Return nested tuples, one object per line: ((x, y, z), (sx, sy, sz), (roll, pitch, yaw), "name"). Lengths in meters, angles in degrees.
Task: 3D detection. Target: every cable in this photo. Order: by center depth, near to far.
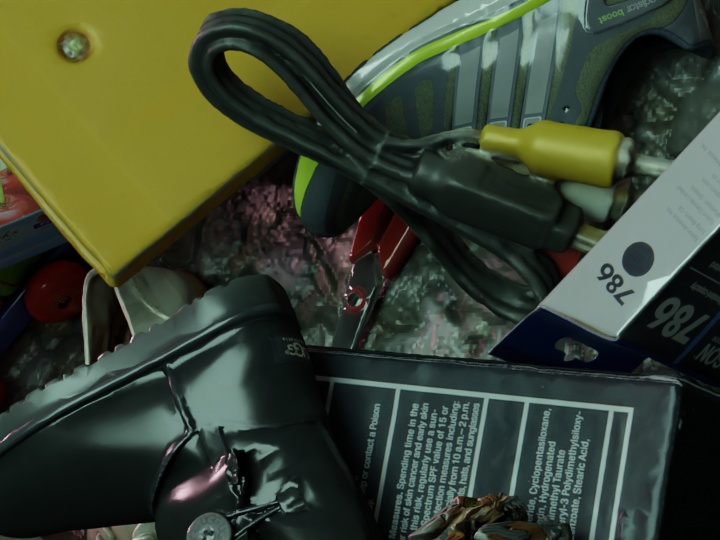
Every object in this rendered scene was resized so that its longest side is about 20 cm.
((0.024, -0.044, 0.889), (0.199, 0.097, 0.050), (25, 47, 5), "cable")

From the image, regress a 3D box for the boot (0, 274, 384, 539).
((-0.059, 0.127, 0.803), (0.165, 0.066, 0.201), (-35, 65, 26), "boot")

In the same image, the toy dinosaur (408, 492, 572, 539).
((0.032, 0.156, 0.684), (0.135, 0.102, 0.201), (12, 64, 19), "toy dinosaur")

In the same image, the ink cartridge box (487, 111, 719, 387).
((0.146, -0.017, 0.826), (0.200, 0.099, 0.039), (-47, 57, 16), "ink cartridge box")

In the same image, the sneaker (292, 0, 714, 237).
((0.057, -0.071, 0.914), (0.200, 0.074, 0.081), (-37, 79, 14), "sneaker")

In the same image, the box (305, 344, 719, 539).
((0.045, 0.138, 0.835), (0.198, 0.123, 0.201), (4, 80, 35), "box")

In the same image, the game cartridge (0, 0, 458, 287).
((-0.083, -0.119, 0.939), (0.200, 0.032, 0.176), (-39, 80, -14), "game cartridge")

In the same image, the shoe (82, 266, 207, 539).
((-0.102, 0.092, 0.995), (0.070, 0.053, 0.201), (-13, 69, 32), "shoe")

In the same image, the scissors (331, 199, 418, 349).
((0.000, 0.000, 0.978), (0.073, 0.014, 0.200), (35, 98, 34), "scissors")

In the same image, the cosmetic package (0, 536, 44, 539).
((-0.239, 0.099, 0.905), (0.200, 0.087, 0.103), (41, 114, -2), "cosmetic package")

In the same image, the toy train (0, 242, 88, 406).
((-0.232, 0.032, 1.064), (0.200, 0.116, 0.085), (-49, 55, 13), "toy train")

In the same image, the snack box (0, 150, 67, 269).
((-0.203, -0.094, 0.974), (0.168, 0.068, 0.201), (-24, 76, -10), "snack box")

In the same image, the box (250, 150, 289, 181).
((-0.047, -0.162, 1.043), (0.144, 0.036, 0.200), (-39, 59, 20), "box")
